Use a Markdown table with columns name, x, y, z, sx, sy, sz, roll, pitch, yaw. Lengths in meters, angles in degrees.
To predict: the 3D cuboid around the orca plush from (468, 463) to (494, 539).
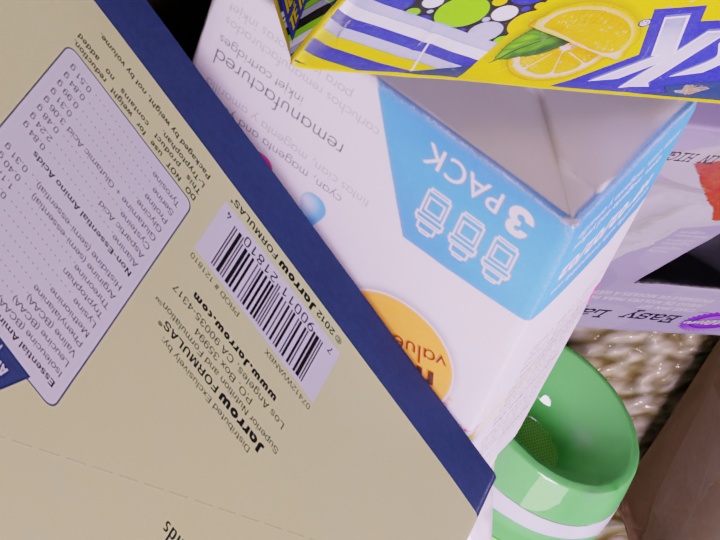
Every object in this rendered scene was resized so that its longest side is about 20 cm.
| name | x | y | z | sx | sy | sz | roll | pitch | yaw |
| --- | --- | --- | --- | --- | --- | --- | --- | --- | --- |
| orca plush | 0.008 | 0.115 | 0.925 | 0.070 | 0.106 | 0.201 | 1 | 125 | -3 |

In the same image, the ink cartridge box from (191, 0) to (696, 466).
| name | x | y | z | sx | sy | sz | roll | pitch | yaw |
| --- | --- | --- | --- | --- | --- | --- | --- | --- | --- |
| ink cartridge box | 0.000 | 0.000 | 0.769 | 0.068 | 0.115 | 0.201 | -44 | 165 | -39 |

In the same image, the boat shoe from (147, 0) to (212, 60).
| name | x | y | z | sx | sy | sz | roll | pitch | yaw |
| --- | --- | --- | --- | --- | --- | --- | --- | --- | --- |
| boat shoe | -0.071 | -0.087 | 0.765 | 0.073 | 0.067 | 0.200 | 1 | 153 | -24 |

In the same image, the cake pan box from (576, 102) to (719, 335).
| name | x | y | z | sx | sy | sz | roll | pitch | yaw |
| --- | --- | --- | --- | --- | --- | --- | --- | --- | --- |
| cake pan box | 0.092 | -0.031 | 0.868 | 0.199 | 0.053 | 0.184 | 5 | 162 | -29 |

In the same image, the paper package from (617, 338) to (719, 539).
| name | x | y | z | sx | sy | sz | roll | pitch | yaw |
| --- | --- | --- | --- | --- | --- | --- | --- | --- | --- |
| paper package | 0.228 | 0.063 | 1.051 | 0.189 | 0.104 | 0.201 | 0 | 140 | -23 |

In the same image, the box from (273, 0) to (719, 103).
| name | x | y | z | sx | sy | sz | roll | pitch | yaw |
| --- | --- | --- | --- | --- | --- | --- | --- | --- | --- |
| box | 0.073 | -0.087 | 0.676 | 0.199 | 0.065 | 0.070 | 3 | 149 | -34 |

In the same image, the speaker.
| name | x | y | z | sx | sy | sz | roll | pitch | yaw |
| --- | --- | --- | --- | --- | --- | --- | --- | --- | --- |
| speaker | 0.020 | 0.111 | 1.046 | 0.088 | 0.089 | 0.200 | 12 | 135 | -33 |

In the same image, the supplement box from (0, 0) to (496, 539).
| name | x | y | z | sx | sy | sz | roll | pitch | yaw |
| --- | --- | --- | --- | --- | --- | --- | --- | --- | --- |
| supplement box | -0.097 | 0.058 | 0.665 | 0.134 | 0.200 | 0.200 | -26 | 110 | 33 |
